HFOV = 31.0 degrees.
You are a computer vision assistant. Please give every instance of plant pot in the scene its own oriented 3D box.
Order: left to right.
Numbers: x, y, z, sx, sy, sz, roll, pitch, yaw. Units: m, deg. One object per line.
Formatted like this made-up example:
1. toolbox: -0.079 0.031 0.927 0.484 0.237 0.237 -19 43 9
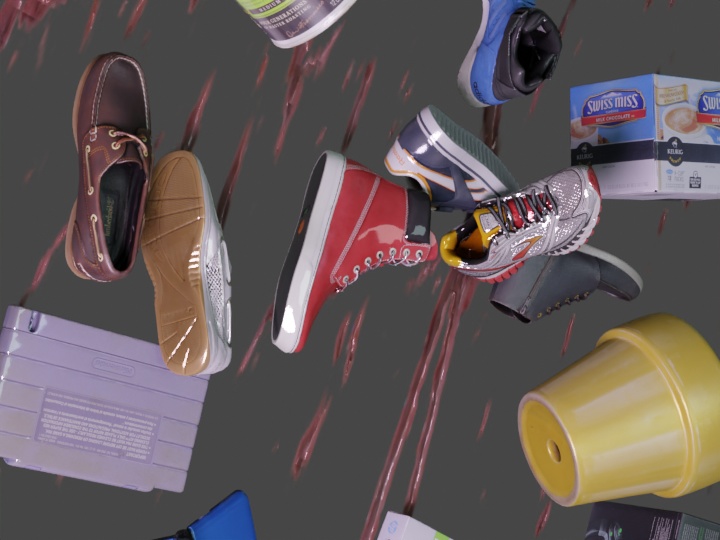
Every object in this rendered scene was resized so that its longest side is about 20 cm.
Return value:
1. plant pot: 0.285 0.169 1.438 0.187 0.200 0.203 -18 102 -19

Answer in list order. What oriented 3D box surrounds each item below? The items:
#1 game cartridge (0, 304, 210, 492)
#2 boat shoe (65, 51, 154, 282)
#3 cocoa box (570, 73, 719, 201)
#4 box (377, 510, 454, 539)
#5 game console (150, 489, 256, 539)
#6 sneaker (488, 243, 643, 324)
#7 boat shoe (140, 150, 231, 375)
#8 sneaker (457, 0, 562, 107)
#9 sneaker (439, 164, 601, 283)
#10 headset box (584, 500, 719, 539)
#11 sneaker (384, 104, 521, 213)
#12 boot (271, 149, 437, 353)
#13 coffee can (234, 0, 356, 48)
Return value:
1. game cartridge: -0.230 0.117 1.133 0.198 0.038 0.131 20 83 -36
2. boat shoe: -0.209 -0.091 1.123 0.070 0.070 0.203 4 87 -36
3. cocoa box: 0.356 -0.151 1.511 0.198 0.133 0.133 -1 90 -37
4. box: 0.080 0.364 1.368 0.199 0.041 0.157 34 71 -32
5. game console: -0.168 0.327 1.192 0.168 0.118 0.203 -11 98 -5
6. sneaker: 0.227 0.021 1.462 0.198 0.075 0.107 23 82 -26
7. boat shoe: -0.150 -0.005 1.174 0.069 0.070 0.203 10 74 -62
8. sneaker: 0.177 -0.273 1.387 0.076 0.111 0.202 28 74 -34
9. sneaker: 0.163 -0.044 1.326 0.082 0.199 0.079 10 56 -42
10. headset box: 0.322 0.360 1.459 0.092 0.200 0.176 20 77 -19
11. sneaker: 0.097 -0.101 1.355 0.079 0.079 0.199 -39 141 18
12. boot: 0.000 0.000 1.259 0.143 0.072 0.202 22 74 -16
13. coffee can: -0.091 -0.322 1.160 0.200 0.146 0.147 43 67 -30
